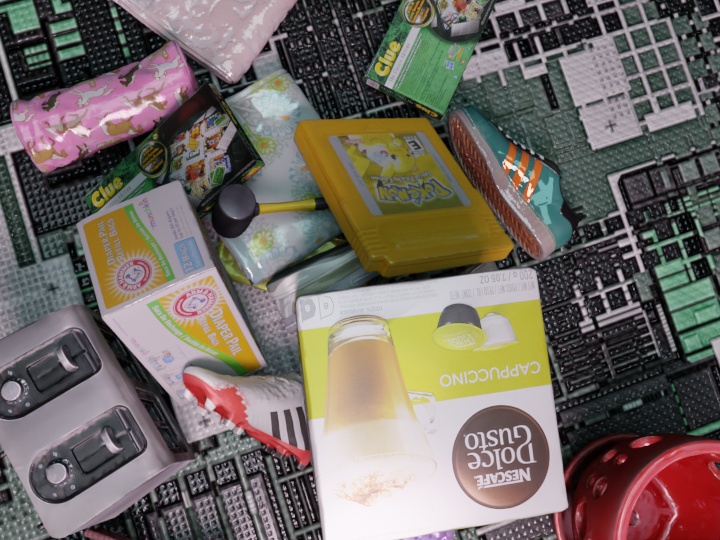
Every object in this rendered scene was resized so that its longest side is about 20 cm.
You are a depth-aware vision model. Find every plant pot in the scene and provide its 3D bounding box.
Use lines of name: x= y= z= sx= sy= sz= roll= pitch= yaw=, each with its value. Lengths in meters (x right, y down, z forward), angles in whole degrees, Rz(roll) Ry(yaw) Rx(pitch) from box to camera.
plant pot: x=0.315 y=0.266 z=0.725 sx=0.198 sy=0.183 sz=0.202 roll=1 pitch=84 yaw=-5

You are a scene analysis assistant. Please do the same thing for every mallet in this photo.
mallet: x=-0.054 y=-0.071 z=0.718 sx=0.198 sy=0.066 sz=0.042 roll=-9 pitch=78 yaw=-13

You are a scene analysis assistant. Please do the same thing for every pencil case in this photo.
pencil case: x=-0.274 y=-0.178 z=0.759 sx=0.199 sy=0.086 sz=0.083 roll=-25 pitch=106 yaw=-9

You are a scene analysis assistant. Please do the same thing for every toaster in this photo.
toaster: x=-0.261 y=0.148 z=0.681 sx=0.118 sy=0.200 sz=0.182 roll=-31 pitch=80 yaw=-11

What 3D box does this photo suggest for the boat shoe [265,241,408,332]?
boat shoe: x=-0.001 y=0.000 z=0.760 sx=0.201 sy=0.074 sz=0.065 roll=-23 pitch=99 yaw=-6

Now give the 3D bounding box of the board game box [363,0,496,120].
board game box: x=0.092 y=-0.291 z=0.832 sx=0.104 sy=0.023 sz=0.201 roll=26 pitch=81 yaw=-4

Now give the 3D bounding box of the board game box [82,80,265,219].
board game box: x=-0.201 y=-0.094 z=0.738 sx=0.199 sy=0.023 sz=0.105 roll=-35 pitch=83 yaw=19

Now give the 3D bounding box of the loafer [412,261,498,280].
loafer: x=0.071 y=0.039 z=0.784 sx=0.199 sy=0.070 sz=0.070 roll=-18 pitch=81 yaw=-15

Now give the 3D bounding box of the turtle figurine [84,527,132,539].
turtle figurine: x=-0.216 y=0.356 z=0.681 sx=0.192 sy=0.200 sz=0.145 roll=-3 pitch=119 yaw=-11

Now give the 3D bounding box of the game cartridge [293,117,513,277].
game cartridge: x=0.044 y=-0.085 z=0.734 sx=0.175 sy=0.033 sz=0.201 roll=-9 pitch=53 yaw=-31

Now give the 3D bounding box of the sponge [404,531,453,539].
sponge: x=0.049 y=0.240 z=0.776 sx=0.110 sy=0.030 sz=0.202 roll=4 pitch=83 yaw=-7

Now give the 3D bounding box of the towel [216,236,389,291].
towel: x=-0.064 y=-0.007 z=0.796 sx=0.198 sy=0.018 sz=0.087 roll=18 pitch=82 yaw=-4

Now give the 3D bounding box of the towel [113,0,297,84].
towel: x=-0.167 y=-0.348 z=0.814 sx=0.190 sy=0.032 sz=0.201 roll=34 pitch=82 yaw=-2

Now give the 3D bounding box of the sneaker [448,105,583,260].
sneaker: x=0.181 y=-0.114 z=0.812 sx=0.080 sy=0.071 sz=0.201 roll=-36 pitch=95 yaw=-12

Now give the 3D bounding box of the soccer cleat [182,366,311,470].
soccer cleat: x=-0.100 y=0.133 z=0.716 sx=0.200 sy=0.068 sz=0.086 roll=44 pitch=66 yaw=-39

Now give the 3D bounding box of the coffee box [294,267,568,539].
coffee box: x=0.047 y=0.111 z=0.635 sx=0.198 sy=0.200 sz=0.200 roll=-7 pitch=87 yaw=-7

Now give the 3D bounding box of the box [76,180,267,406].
box: x=-0.174 y=0.029 z=0.674 sx=0.101 sy=0.201 sz=0.113 roll=-24 pitch=58 yaw=-8

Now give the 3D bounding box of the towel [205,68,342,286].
towel: x=-0.102 y=-0.108 z=0.776 sx=0.171 sy=0.048 sz=0.201 roll=-33 pitch=84 yaw=-12
